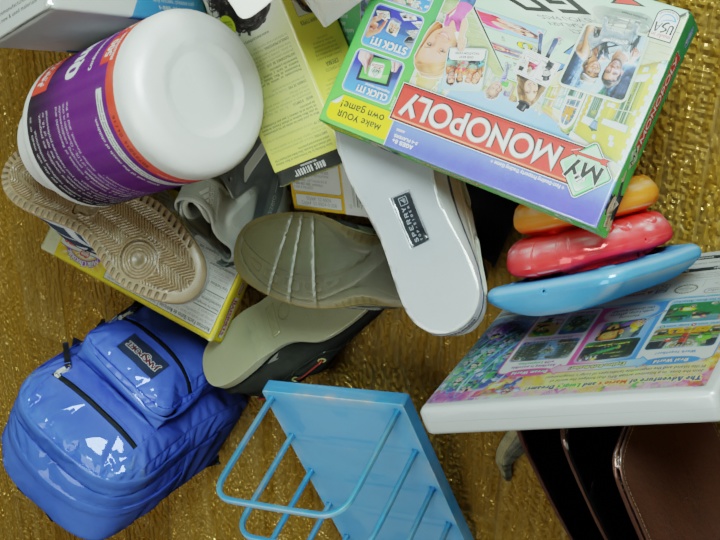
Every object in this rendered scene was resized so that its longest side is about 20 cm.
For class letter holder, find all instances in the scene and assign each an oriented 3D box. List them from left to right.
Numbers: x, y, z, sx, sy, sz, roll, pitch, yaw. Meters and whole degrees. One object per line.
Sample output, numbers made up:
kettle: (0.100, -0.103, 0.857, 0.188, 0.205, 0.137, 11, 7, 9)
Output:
letter holder: (0.183, 0.160, 0.802, 0.100, 0.143, 0.201, -11, 122, 36)

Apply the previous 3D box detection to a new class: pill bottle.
pill bottle: (-0.166, -0.108, 0.838, 0.199, 0.112, 0.113, -8, 109, 48)

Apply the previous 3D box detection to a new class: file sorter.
file sorter: (-0.011, 0.208, 0.974, 0.138, 0.123, 0.201, 2, 133, 33)

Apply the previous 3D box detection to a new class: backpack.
backpack: (-0.218, 0.122, 1.060, 0.162, 0.200, 0.169, 36, 130, 15)

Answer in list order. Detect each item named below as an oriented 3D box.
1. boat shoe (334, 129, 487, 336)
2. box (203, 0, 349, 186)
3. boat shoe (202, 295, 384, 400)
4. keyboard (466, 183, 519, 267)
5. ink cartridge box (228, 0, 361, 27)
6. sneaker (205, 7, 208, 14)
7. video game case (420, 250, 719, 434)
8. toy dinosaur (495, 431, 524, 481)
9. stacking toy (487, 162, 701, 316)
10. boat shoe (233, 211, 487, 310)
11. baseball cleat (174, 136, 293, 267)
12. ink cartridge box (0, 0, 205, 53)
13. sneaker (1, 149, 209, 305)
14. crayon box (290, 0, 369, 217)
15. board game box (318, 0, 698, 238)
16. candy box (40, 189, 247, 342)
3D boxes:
boat shoe: (0.039, -0.052, 0.788, 0.070, 0.070, 0.202, -23, 77, 15)
box: (-0.057, -0.165, 0.820, 0.075, 0.050, 0.202, -17, 100, 44)
boat shoe: (-0.044, 0.047, 0.992, 0.201, 0.063, 0.074, -33, 52, 30)
keyboard: (0.119, -0.088, 0.829, 0.127, 0.021, 0.201, 36, 130, 21)
ink cartridge box: (-0.013, -0.236, 0.722, 0.199, 0.067, 0.118, -36, 73, 0)
sneaker: (-0.165, -0.156, 0.955, 0.074, 0.079, 0.202, 29, 126, 22)
video game case: (0.161, 0.044, 0.760, 0.199, 0.182, 0.024, -9, 113, 38)
toy dinosaur: (0.130, 0.093, 0.902, 0.088, 0.047, 0.200, 40, 134, 3)
stacking toy: (0.131, -0.080, 0.753, 0.116, 0.109, 0.202, -13, 92, 49)
boat shoe: (0.001, -0.001, 0.897, 0.199, 0.066, 0.073, 5, 83, 24)
baseball cleat: (-0.101, -0.100, 0.920, 0.069, 0.106, 0.202, 8, 116, 37)
ink cartridge box: (-0.204, -0.264, 0.843, 0.083, 0.144, 0.202, -15, 86, 39)
sneaker: (-0.194, -0.030, 0.976, 0.199, 0.109, 0.070, 32, 85, 16)
crayon box: (0.000, -0.141, 0.855, 0.125, 0.051, 0.202, 9, 117, 36)
board game box: (0.085, -0.119, 0.719, 0.199, 0.029, 0.136, 24, 90, 27)
candy box: (-0.183, -0.025, 1.039, 0.199, 0.026, 0.103, 26, 92, 22)
